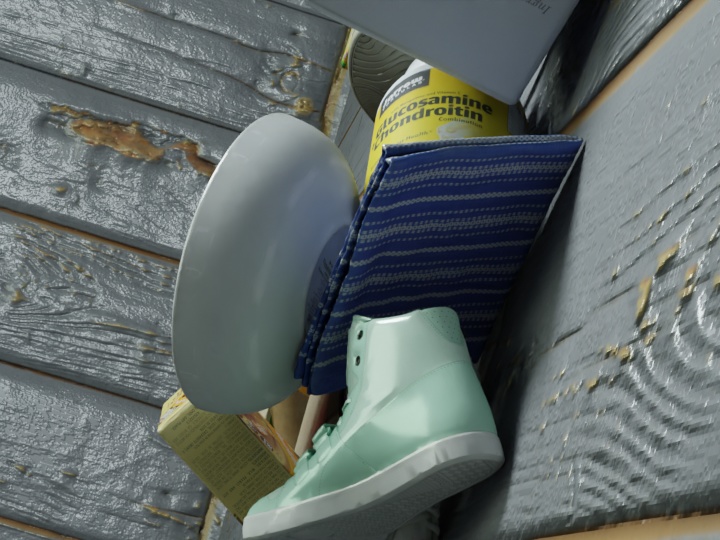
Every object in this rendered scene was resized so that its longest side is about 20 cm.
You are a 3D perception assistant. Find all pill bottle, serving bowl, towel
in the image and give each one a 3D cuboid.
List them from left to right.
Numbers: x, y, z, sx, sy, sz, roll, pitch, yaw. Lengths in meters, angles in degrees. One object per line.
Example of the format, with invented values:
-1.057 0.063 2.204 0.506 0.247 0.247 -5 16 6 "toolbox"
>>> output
-0.047 0.003 1.118 0.200 0.065 0.202 16 -90 -70 "serving bowl"
0.047 -0.001 1.069 0.024 0.144 0.201 59 142 36 "towel"
0.061 -0.076 1.193 0.201 0.111 0.113 -82 11 -55 "pill bottle"

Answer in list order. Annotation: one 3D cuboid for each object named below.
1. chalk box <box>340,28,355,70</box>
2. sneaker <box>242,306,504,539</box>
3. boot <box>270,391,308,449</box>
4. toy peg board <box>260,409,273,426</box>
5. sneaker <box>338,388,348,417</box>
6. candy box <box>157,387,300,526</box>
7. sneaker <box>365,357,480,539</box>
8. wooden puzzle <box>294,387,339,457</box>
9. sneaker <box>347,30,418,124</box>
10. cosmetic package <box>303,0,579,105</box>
0.069 -0.286 1.692 0.124 0.123 0.202 172 114 -84 "chalk box"
0.000 0.096 1.053 0.200 0.073 0.119 -30 59 35 "sneaker"
-0.058 0.148 1.523 0.175 0.065 0.202 -100 3 -80 "boot"
-0.048 0.146 1.822 0.200 0.097 0.201 88 -167 -54 "toy peg board"
0.026 0.075 1.277 0.081 0.074 0.202 132 156 -78 "sneaker"
-0.062 0.163 1.253 0.055 0.200 0.115 -42 7 1 "candy box"
0.032 0.146 1.108 0.201 0.077 0.100 -65 32 24 "sneaker"
0.007 0.032 1.349 0.200 0.046 0.186 -41 -27 -51 "wooden puzzle"
0.053 -0.159 1.354 0.200 0.074 0.107 57 -137 -50 "sneaker"
0.075 -0.254 1.139 0.201 0.164 0.165 -59 15 25 "cosmetic package"
